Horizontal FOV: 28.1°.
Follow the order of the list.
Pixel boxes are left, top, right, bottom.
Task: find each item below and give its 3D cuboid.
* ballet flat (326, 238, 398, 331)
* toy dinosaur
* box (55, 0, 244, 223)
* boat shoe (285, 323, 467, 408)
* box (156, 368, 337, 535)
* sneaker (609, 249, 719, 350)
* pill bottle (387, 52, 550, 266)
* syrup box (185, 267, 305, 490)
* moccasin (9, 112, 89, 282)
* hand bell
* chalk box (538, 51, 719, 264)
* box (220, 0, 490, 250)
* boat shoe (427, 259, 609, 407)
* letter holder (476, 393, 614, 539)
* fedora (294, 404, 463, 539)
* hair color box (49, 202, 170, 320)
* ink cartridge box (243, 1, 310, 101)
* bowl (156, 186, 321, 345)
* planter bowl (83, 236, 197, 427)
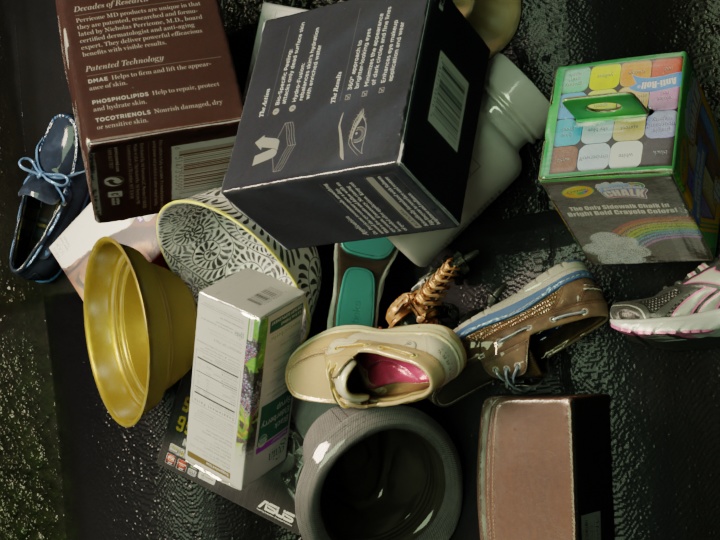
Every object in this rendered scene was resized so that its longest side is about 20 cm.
[{"bbox_3d":[0.000,0.000,1.475,0.069,0.069,0.201,-2,61,28],"label":"ballet flat"},{"bbox_3d":[0.071,0.050,1.400,0.103,0.135,0.200,62,156,0],"label":"toy dinosaur"},{"bbox_3d":[-0.217,-0.183,1.498,0.163,0.166,0.201,-11,65,-12],"label":"box"},{"bbox_3d":[0.001,0.095,1.353,0.199,0.069,0.074,-13,108,35],"label":"boat shoe"},{"bbox_3d":[-0.110,0.170,1.544,0.199,0.048,0.160,22,98,27],"label":"box"},{"bbox_3d":[0.328,0.021,1.314,0.198,0.080,0.087,-6,73,20],"label":"sneaker"},{"bbox_3d":[0.093,-0.110,1.403,0.200,0.114,0.114,-44,69,5],"label":"pill bottle"},{"bbox_3d":[-0.116,0.109,1.441,0.081,0.079,0.201,22,120,28],"label":"syrup box"},{"bbox_3d":[-0.359,-0.084,1.676,0.080,0.068,0.202,10,92,28],"label":"moccasin"},{"bbox_3d":[0.070,-0.268,1.383,0.103,0.200,0.105,-2,86,28],"label":"hand bell"},{"bbox_3d":[0.237,-0.107,1.270,0.124,0.200,0.125,-1,60,27],"label":"chalk box"},{"bbox_3d":[-0.002,-0.140,1.330,0.199,0.117,0.198,-6,59,33],"label":"box"},{"bbox_3d":[0.144,0.073,1.357,0.200,0.072,0.073,-39,53,12],"label":"boat shoe"},{"bbox_3d":[0.158,0.220,1.372,0.141,0.100,0.202,-3,86,30],"label":"letter holder"},{"bbox_3d":[0.006,0.205,1.433,0.176,0.201,0.090,-34,36,-8],"label":"fedora"},{"bbox_3d":[-0.246,-0.049,1.618,0.200,0.064,0.111,-44,70,20],"label":"hair color box"},{"bbox_3d":[-0.017,-0.191,1.495,0.199,0.076,0.138,15,95,29],"label":"ink cartridge box"},{"bbox_3d":[-0.109,-0.021,1.508,0.200,0.202,0.094,28,56,21],"label":"bowl"},{"bbox_3d":[-0.224,0.060,1.534,0.200,0.083,0.202,20,113,58],"label":"planter bowl"}]
